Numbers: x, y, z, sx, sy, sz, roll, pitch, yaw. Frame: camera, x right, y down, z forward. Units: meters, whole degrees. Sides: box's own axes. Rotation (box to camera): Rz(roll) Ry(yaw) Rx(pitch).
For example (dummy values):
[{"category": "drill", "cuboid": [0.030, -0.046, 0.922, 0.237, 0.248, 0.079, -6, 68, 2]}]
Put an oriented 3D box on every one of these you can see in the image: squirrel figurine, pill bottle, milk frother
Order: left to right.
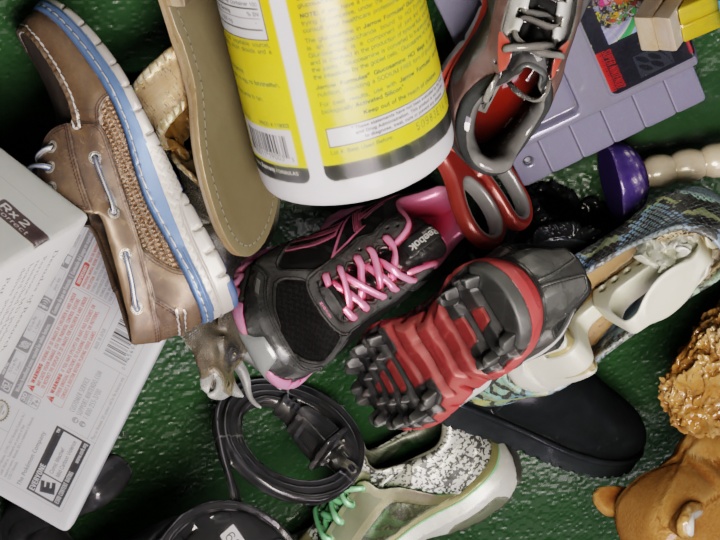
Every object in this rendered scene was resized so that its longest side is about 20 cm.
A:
[{"category": "milk frother", "cuboid": [-0.105, 0.181, 1.723, 0.200, 0.181, 0.188, -20, 175, -38]}, {"category": "pill bottle", "cuboid": [-0.021, -0.146, 1.478, 0.112, 0.112, 0.200, -15, 115, -5]}, {"category": "squirrel figurine", "cuboid": [0.235, 0.105, 1.734, 0.186, 0.141, 0.200, -26, 116, -25]}]

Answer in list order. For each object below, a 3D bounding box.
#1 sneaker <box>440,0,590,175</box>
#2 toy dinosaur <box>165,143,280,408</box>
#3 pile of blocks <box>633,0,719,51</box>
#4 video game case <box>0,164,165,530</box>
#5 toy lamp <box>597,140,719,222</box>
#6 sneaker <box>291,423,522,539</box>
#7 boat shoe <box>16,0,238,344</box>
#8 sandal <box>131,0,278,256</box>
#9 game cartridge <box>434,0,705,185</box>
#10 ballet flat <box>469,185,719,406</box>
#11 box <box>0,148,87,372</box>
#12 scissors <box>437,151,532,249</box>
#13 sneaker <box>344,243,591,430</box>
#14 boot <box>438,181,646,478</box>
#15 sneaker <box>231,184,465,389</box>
[{"category": "sneaker", "cuboid": [0.099, -0.141, 1.507, 0.077, 0.082, 0.200, 9, 115, -16]}, {"category": "toy dinosaur", "cuboid": [-0.089, -0.028, 1.601, 0.102, 0.077, 0.201, 11, 92, -25]}, {"category": "pile of blocks", "cuboid": [0.244, -0.187, 1.543, 0.200, 0.082, 0.062, -27, 126, -11]}, {"category": "video game case", "cuboid": [-0.210, 0.033, 1.581, 0.182, 0.023, 0.200, 29, 119, 0]}, {"category": "toy lamp", "cuboid": [0.249, -0.073, 1.669, 0.199, 0.058, 0.058, -14, 130, -7]}, {"category": "sneaker", "cuboid": [0.001, 0.146, 1.765, 0.200, 0.077, 0.089, -33, 123, 1]}, {"category": "boat shoe", "cuboid": [-0.144, -0.053, 1.490, 0.072, 0.200, 0.072, -29, 174, -13]}, {"category": "sandal", "cuboid": [-0.101, -0.112, 1.524, 0.069, 0.078, 0.212, 4, 116, 32]}, {"category": "game cartridge", "cuboid": [0.117, -0.149, 1.585, 0.129, 0.038, 0.200, -23, 131, 7]}, {"category": "ballet flat", "cuboid": [0.140, 0.025, 1.627, 0.200, 0.074, 0.074, -40, 128, 14]}, {"category": "box", "cuboid": [-0.290, 0.004, 1.458, 0.199, 0.131, 0.200, 37, 116, 9]}, {"category": "scissors", "cuboid": [0.033, -0.096, 1.595, 0.014, 0.073, 0.200, -29, 104, 38]}, {"category": "sneaker", "cuboid": [0.066, 0.037, 1.599, 0.098, 0.071, 0.200, -26, 173, -35]}, {"category": "boot", "cuboid": [0.135, 0.037, 1.718, 0.198, 0.073, 0.163, 19, 114, -31]}, {"category": "sneaker", "cuboid": [0.000, 0.000, 1.566, 0.095, 0.200, 0.079, -23, 101, 34]}]
